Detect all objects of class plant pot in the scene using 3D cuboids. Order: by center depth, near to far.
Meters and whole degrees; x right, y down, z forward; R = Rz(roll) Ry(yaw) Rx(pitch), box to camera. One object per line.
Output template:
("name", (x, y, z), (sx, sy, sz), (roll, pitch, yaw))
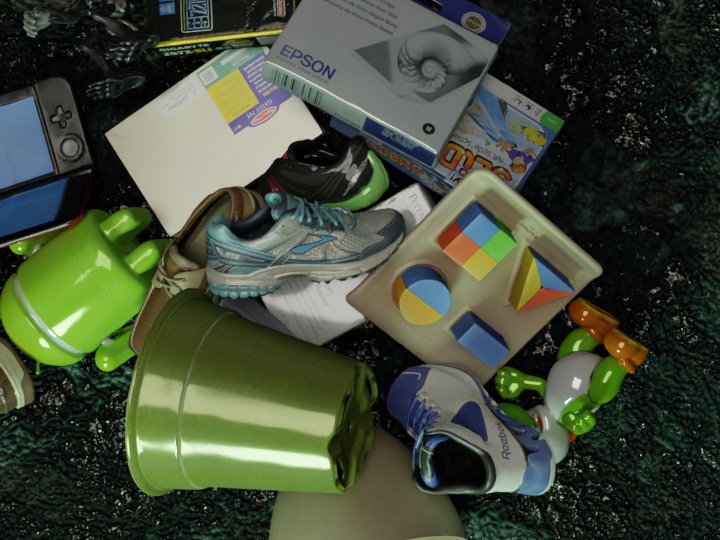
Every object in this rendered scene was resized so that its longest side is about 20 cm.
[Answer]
("plant pot", (-0.090, 0.132, 1.429), (0.189, 0.200, 0.201), (11, 91, 18))
("plant pot", (-0.005, 0.233, 1.520), (0.199, 0.200, 0.135), (-18, 69, 7))

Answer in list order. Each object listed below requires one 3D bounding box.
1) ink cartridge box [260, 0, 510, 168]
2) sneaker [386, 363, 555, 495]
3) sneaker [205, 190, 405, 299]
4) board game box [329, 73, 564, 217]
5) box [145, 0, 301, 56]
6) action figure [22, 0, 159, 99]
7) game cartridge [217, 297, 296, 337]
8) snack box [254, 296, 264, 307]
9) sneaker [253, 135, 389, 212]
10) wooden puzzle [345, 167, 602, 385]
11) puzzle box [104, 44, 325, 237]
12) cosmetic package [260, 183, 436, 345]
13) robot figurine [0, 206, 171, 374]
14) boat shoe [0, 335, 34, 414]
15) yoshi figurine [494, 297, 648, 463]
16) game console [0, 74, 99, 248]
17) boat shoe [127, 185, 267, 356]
("ink cartridge box", (0.032, -0.229, 1.528), (0.199, 0.041, 0.201), (27, 65, 3))
("sneaker", (0.082, 0.155, 1.467), (0.199, 0.115, 0.081), (32, 115, 42))
("sneaker", (-0.053, -0.035, 1.458), (0.199, 0.078, 0.087), (-15, 117, -11))
("board game box", (0.088, -0.148, 1.545), (0.200, 0.034, 0.136), (32, 65, 6))
("box", (-0.144, -0.330, 1.586), (0.159, 0.049, 0.201), (-4, 81, 10))
("action figure", (-0.282, -0.279, 1.564), (0.119, 0.102, 0.200), (-54, 54, 39))
("game cartridge", (-0.126, 0.097, 1.560), (0.200, 0.040, 0.134), (37, 116, 20))
("snack box", (-0.135, 0.054, 1.609), (0.072, 0.024, 0.201), (-27, 86, 6))
("sneaker", (-0.066, -0.089, 1.557), (0.199, 0.077, 0.084), (-16, 103, 22))
("wooden puzzle", (0.115, 0.020, 1.506), (0.185, 0.046, 0.200), (38, 110, -27))
("puzzle box", (-0.152, -0.143, 1.611), (0.200, 0.025, 0.133), (-33, 85, 6))
("cosmetic package", (0.000, 0.000, 1.568), (0.199, 0.074, 0.102), (-30, 87, 8))
("robot figurine", (-0.288, 0.017, 1.581), (0.200, 0.116, 0.176), (-39, 87, 10))
("boat shoe", (-0.418, 0.072, 1.587), (0.075, 0.075, 0.202), (-27, 54, -26))
("yoshi figurine", (0.187, 0.128, 1.523), (0.112, 0.112, 0.200), (34, 102, 2))
("game console", (-0.388, -0.103, 1.596), (0.199, 0.119, 0.173), (-17, 88, 7))
("boat shoe", (-0.171, -0.002, 1.511), (0.076, 0.074, 0.200), (34, 92, 27))
